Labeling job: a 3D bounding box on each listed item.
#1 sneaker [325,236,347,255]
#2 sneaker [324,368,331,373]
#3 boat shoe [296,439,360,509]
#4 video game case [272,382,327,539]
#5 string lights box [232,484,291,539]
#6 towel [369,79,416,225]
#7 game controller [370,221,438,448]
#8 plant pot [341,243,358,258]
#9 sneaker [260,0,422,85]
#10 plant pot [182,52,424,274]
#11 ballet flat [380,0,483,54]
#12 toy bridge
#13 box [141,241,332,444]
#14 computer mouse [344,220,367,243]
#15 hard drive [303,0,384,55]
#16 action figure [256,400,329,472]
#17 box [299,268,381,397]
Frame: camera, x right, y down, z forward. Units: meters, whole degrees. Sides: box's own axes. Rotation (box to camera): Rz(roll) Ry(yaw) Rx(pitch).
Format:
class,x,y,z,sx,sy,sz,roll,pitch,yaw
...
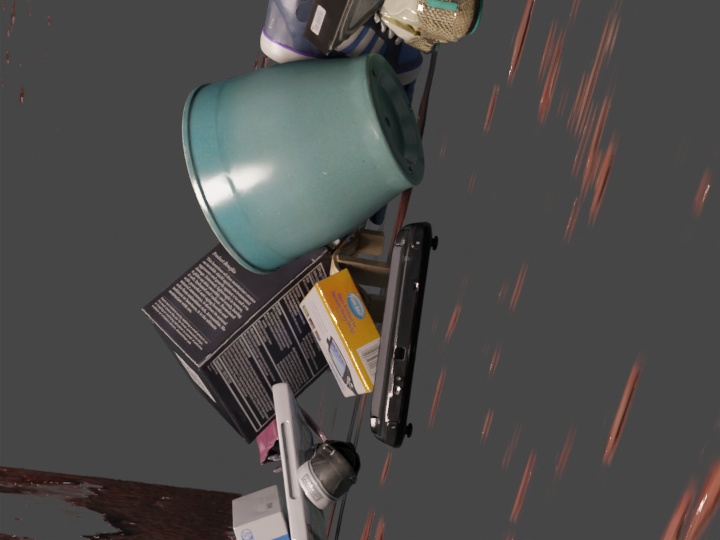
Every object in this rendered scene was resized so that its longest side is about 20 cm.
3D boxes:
class,x,y,z,sx,sy,sz,roll,pitch,yaw
sneaker,-0.017,-0.103,1.147,0.200,0.088,0.074,-48,-1,41
sneaker,-0.049,0.077,1.438,0.200,0.075,0.115,137,144,-73
boat shoe,-0.027,0.222,1.164,0.056,0.069,0.200,-37,-3,2
video game case,-0.068,0.252,1.229,0.201,0.022,0.184,78,-178,-63
string lights box,-0.088,0.359,1.170,0.103,0.058,0.202,-147,40,-82
towel,0.022,-0.165,1.232,0.112,0.048,0.202,-92,12,-57
game controller,0.041,0.056,0.937,0.104,0.042,0.203,17,-99,-83
plant pot,-0.087,-0.116,1.491,0.200,0.181,0.203,-171,90,-82
sneaker,0.002,-0.275,1.059,0.081,0.198,0.147,60,136,42
plant pot,-0.044,-0.121,1.023,0.200,0.186,0.202,53,-153,-42
ballet flat,0.057,-0.238,0.947,0.200,0.074,0.069,-122,41,-79
toy bridge,0.000,0.000,1.152,0.200,0.066,0.028,-99,19,-65
box,-0.123,0.064,1.237,0.198,0.123,0.201,-41,-33,-16
computer mouse,-0.012,-0.133,1.352,0.109,0.043,0.202,-30,-46,-61
hard drive,0.032,-0.301,0.950,0.200,0.038,0.140,-49,-3,-25
action figure,-0.111,0.167,1.423,0.134,0.148,0.202,-39,55,47
box,-0.016,0.072,1.095,0.120,0.041,0.200,63,170,3
